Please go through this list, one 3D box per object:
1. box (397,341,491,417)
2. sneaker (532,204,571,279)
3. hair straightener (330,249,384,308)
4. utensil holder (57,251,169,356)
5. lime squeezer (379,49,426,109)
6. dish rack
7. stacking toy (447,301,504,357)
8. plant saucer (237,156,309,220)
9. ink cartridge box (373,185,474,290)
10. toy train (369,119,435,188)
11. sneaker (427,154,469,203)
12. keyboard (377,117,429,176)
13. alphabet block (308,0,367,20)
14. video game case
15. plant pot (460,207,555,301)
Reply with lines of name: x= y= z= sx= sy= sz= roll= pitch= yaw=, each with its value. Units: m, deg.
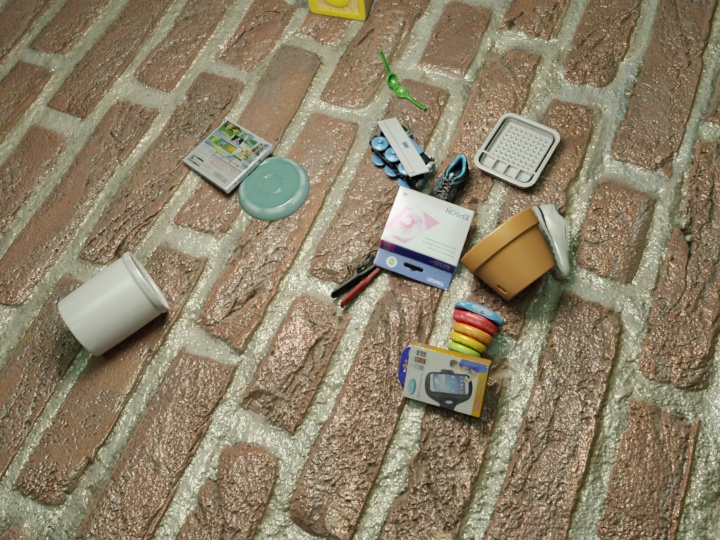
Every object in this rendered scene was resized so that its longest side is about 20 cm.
box: x=0.175 y=0.232 z=1.456 sx=0.197 sy=0.041 sz=0.121 roll=12 pitch=101 yaw=16
sneaker: x=0.470 y=-0.074 z=1.602 sx=0.079 sy=0.077 sz=0.203 roll=-7 pitch=63 yaw=-7
hair straightener: x=0.000 y=0.000 z=1.636 sx=0.077 sy=0.041 sz=0.200 roll=40 pitch=73 yaw=23
utensil holder: x=-0.586 y=0.080 z=1.598 sx=0.199 sy=0.171 sz=0.170 roll=-35 pitch=64 yaw=-10
lime squeezer: x=0.112 y=-0.522 z=1.883 sx=0.038 sy=0.070 sz=0.201 roll=-41 pitch=94 yaw=-32
dish rack: x=0.405 y=-0.304 z=1.743 sx=0.170 sy=0.044 sz=0.201 roll=27 pitch=69 yaw=20
stacking toy: x=0.231 y=0.177 z=1.495 sx=0.115 sy=0.110 sz=0.202 roll=23 pitch=82 yaw=8
plant saucer: x=-0.234 y=-0.226 z=1.792 sx=0.197 sy=0.028 sz=0.203 roll=-3 pitch=62 yaw=5
ink cartridge box: x=0.153 y=-0.079 z=1.620 sx=0.194 sy=0.043 sz=0.203 roll=19 pitch=77 yaw=5
toy train: x=0.111 y=-0.299 z=1.755 sx=0.114 sy=0.087 sz=0.200 roll=-35 pitch=64 yaw=-18
sneaker: x=0.211 y=-0.205 z=1.693 sx=0.072 sy=0.082 sz=0.201 roll=25 pitch=70 yaw=16
keyboard: x=0.108 y=-0.318 z=1.717 sx=0.056 sy=0.011 sz=0.202 roll=-13 pitch=58 yaw=-23
alphabet block: x=-0.050 y=-0.909 z=2.028 sx=0.193 sy=0.197 sz=0.202 roll=13 pitch=65 yaw=15
video game case: x=-0.363 y=-0.317 z=1.843 sx=0.199 sy=0.022 sz=0.183 roll=33 pitch=71 yaw=31
plant pot: x=0.348 y=-0.027 z=1.532 sx=0.199 sy=0.200 sz=0.141 roll=-34 pitch=79 yaw=-11
